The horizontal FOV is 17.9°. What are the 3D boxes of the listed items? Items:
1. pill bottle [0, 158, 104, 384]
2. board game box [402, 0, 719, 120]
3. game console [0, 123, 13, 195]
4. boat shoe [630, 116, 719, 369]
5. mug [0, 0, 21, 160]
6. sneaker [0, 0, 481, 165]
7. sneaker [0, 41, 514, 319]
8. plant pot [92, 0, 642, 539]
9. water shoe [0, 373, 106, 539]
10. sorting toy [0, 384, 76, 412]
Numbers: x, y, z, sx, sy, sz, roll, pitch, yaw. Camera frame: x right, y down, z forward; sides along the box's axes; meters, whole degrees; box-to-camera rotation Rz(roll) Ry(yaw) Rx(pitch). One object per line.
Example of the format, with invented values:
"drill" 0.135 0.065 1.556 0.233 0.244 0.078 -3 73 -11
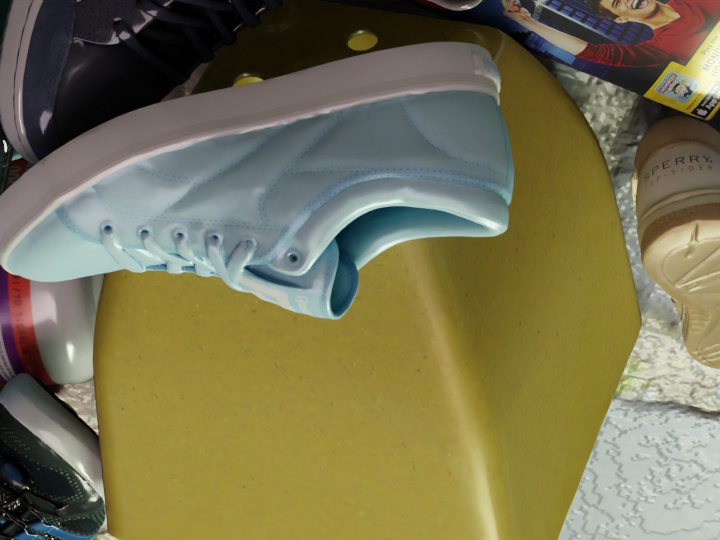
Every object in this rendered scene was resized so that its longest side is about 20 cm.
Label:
"pill bottle" -0.215 -0.004 1.075 0.199 0.113 0.113 1 138 8
"board game box" 0.095 -0.173 0.878 0.199 0.062 0.200 21 138 -12
"game console" -0.246 0.008 0.921 0.170 0.119 0.200 18 141 -3
"boat shoe" 0.170 -0.011 1.040 0.073 0.069 0.200 -14 155 14
"mug" -0.170 -0.146 0.910 0.151 0.115 0.185 -3 136 13
"sneaker" -0.037 -0.104 0.817 0.203 0.146 0.077 -57 141 1
"sneaker" -0.040 -0.018 0.821 0.199 0.082 0.074 -18 159 13
"plant pot" 0.000 0.000 0.961 0.195 0.195 0.200 11 138 18
"water shoe" -0.161 0.118 1.064 0.071 0.079 0.200 41 155 11
"sorting toy" -0.263 0.070 1.158 0.199 0.037 0.185 0 179 12
